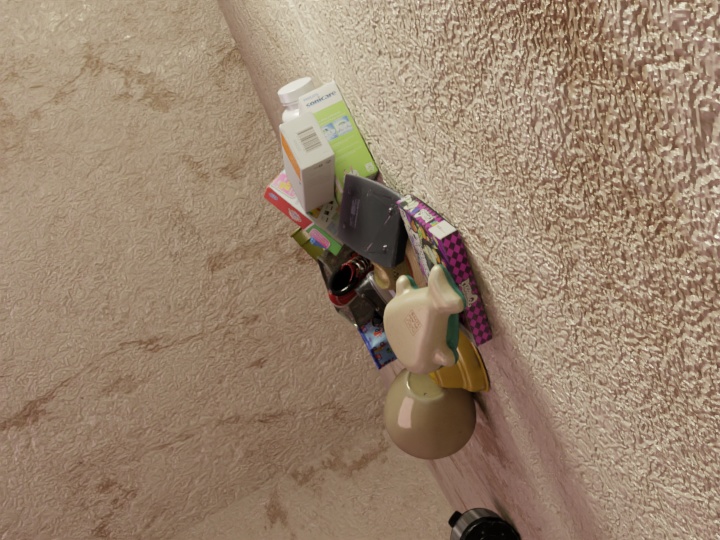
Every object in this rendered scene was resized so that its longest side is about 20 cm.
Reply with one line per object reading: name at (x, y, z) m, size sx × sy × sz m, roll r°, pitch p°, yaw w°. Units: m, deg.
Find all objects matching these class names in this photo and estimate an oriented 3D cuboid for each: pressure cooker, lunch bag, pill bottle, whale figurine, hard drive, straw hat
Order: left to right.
pill bottle at (-0.109, -0.319, 1.519) m, size 0.203 × 0.110 × 0.111 m, roll 68°, pitch 173°, yaw -27°
lunch bag at (0.000, 0.000, 1.564) m, size 0.117 × 0.163 × 0.202 m, roll 32°, pitch 154°, yaw 47°
hard drive at (0.025, -0.093, 1.228) m, size 0.199 × 0.042 × 0.138 m, roll 32°, pitch 118°, yaw 55°
lunch bag at (0.057, 0.106, 1.628) m, size 0.201 × 0.148 × 0.095 m, roll 59°, pitch 175°, yaw 40°
straw hat at (0.064, -0.008, 1.277) m, size 0.201 × 0.083 × 0.205 m, roll 162°, pitch 91°, yaw -84°
whale figurine at (0.114, 0.069, 1.036) m, size 0.161 × 0.102 × 0.201 m, roll 58°, pitch 146°, yaw 24°
pressure cooker at (0.325, 0.720, 1.779) m, size 0.200 × 0.174 × 0.180 m, roll 106°, pitch 157°, yaw -81°

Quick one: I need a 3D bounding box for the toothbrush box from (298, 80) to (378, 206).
toothbrush box at (-0.049, -0.252, 1.377) m, size 0.203 × 0.085 × 0.146 m, roll 62°, pitch 172°, yaw 5°

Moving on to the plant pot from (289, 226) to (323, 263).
plant pot at (-0.044, -0.073, 1.719) m, size 0.194 × 0.199 × 0.200 m, roll 51°, pitch 175°, yaw -4°

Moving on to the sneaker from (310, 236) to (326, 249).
sneaker at (-0.062, -0.127, 1.559) m, size 0.076 × 0.103 × 0.203 m, roll -102°, pitch 28°, yaw -60°

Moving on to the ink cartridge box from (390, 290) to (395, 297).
ink cartridge box at (0.119, 0.092, 1.473) m, size 0.203 × 0.058 × 0.104 m, roll 62°, pitch 173°, yaw 15°

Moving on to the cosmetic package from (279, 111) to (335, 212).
cosmetic package at (-0.101, -0.204, 1.315) m, size 0.103 × 0.070 × 0.201 m, roll 61°, pitch 170°, yaw 15°

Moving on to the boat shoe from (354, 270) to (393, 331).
boat shoe at (0.048, 0.088, 1.372) m, size 0.201 × 0.066 × 0.070 m, roll 56°, pitch 180°, yaw -40°

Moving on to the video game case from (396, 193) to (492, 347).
video game case at (0.131, -0.004, 1.077) m, size 0.203 × 0.035 × 0.182 m, roll 68°, pitch 172°, yaw -29°

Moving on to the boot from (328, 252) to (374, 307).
boot at (0.008, -0.018, 1.382) m, size 0.072 × 0.201 × 0.145 m, roll 39°, pitch 168°, yaw 9°

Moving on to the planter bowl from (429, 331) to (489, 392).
planter bowl at (0.158, 0.156, 1.285) m, size 0.203 × 0.082 × 0.201 m, roll 63°, pitch 175°, yaw 10°

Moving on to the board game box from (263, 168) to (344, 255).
board game box at (-0.085, -0.150, 1.450) m, size 0.199 × 0.154 × 0.040 m, roll 39°, pitch 143°, yaw -1°

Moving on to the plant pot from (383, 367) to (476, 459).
plant pot at (0.140, 0.261, 1.391) m, size 0.136 × 0.197 × 0.202 m, roll 80°, pitch 163°, yaw -49°
